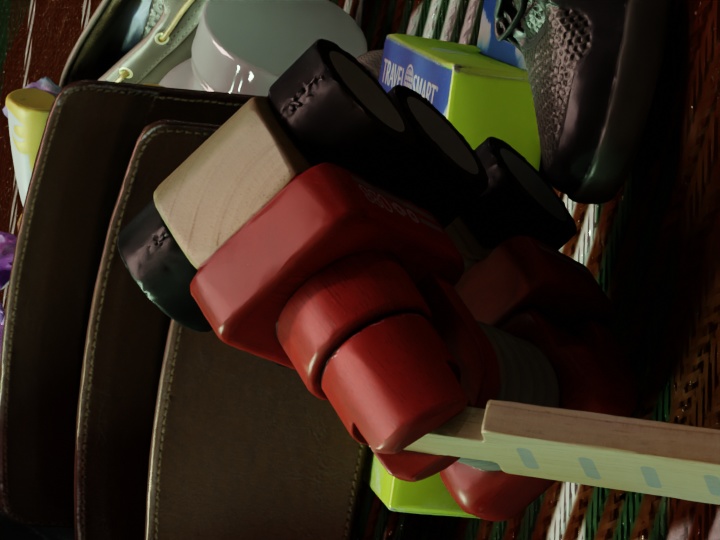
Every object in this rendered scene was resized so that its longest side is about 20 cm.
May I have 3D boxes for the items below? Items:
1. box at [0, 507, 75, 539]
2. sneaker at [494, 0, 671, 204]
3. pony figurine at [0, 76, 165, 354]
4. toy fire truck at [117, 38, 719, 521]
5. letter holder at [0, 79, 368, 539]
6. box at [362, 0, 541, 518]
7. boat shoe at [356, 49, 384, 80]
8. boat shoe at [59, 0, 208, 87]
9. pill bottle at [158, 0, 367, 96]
[{"bbox_3d":[-0.129,0.181,1.239,0.118,0.196,0.200,-64,-13,7],"label":"box"},{"bbox_3d":[0.051,-0.121,1.020,0.076,0.114,0.201,131,142,-69],"label":"sneaker"},{"bbox_3d":[-0.122,0.014,1.317,0.166,0.192,0.201,-34,-41,-48],"label":"pony figurine"},{"bbox_3d":[0.046,0.032,0.931,0.129,0.176,0.200,-42,59,15],"label":"toy fire truck"},{"bbox_3d":[-0.071,0.035,1.177,0.101,0.141,0.201,-118,36,-66],"label":"letter holder"},{"bbox_3d":[0.032,-0.012,1.176,0.122,0.047,0.201,-141,59,-74],"label":"box"},{"bbox_3d":[0.000,0.000,1.280,0.073,0.074,0.201,-93,19,-80],"label":"boat shoe"},{"bbox_3d":[-0.086,-0.146,1.434,0.200,0.059,0.072,-54,41,38],"label":"boat shoe"},{"bbox_3d":[-0.059,-0.038,1.426,0.112,0.111,0.201,-100,22,-51],"label":"pill bottle"}]
